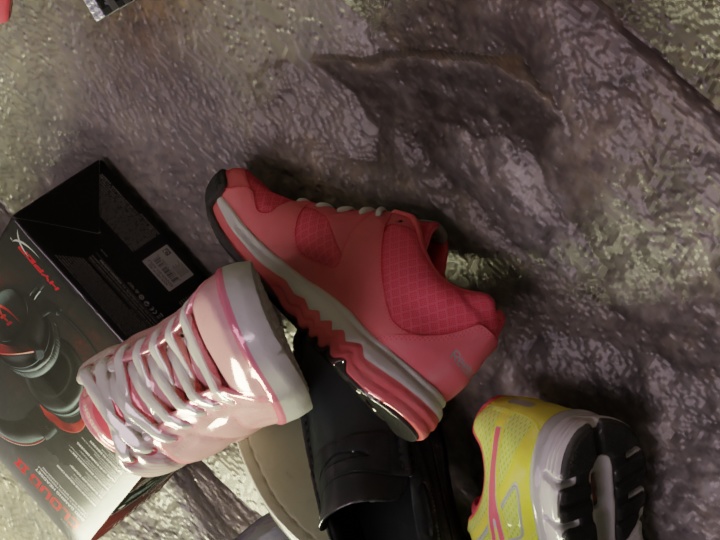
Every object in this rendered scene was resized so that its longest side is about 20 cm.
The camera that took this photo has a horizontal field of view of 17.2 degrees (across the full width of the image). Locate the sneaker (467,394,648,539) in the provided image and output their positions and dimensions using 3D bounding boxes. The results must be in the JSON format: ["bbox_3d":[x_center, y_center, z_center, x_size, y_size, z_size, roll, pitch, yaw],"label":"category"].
[{"bbox_3d":[0.095,0.144,1.182,0.090,0.078,0.200,26,129,42],"label":"sneaker"}]

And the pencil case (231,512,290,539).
[{"bbox_3d":[-0.006,0.221,1.315,0.200,0.083,0.091,52,127,1],"label":"pencil case"}]

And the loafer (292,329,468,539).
[{"bbox_3d":[0.009,0.110,1.195,0.068,0.070,0.201,-28,73,28],"label":"loafer"}]

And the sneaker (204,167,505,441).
[{"bbox_3d":[0.000,0.000,1.175,0.200,0.087,0.074,45,176,39],"label":"sneaker"}]

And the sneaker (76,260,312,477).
[{"bbox_3d":[-0.084,0.056,1.153,0.200,0.105,0.075,112,135,-79],"label":"sneaker"}]

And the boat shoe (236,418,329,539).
[{"bbox_3d":[-0.003,0.136,1.263,0.201,0.072,0.061,52,166,13],"label":"boat shoe"}]

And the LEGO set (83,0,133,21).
[{"bbox_3d":[-0.086,-0.201,1.065,0.200,0.116,0.154,-12,109,47],"label":"LEGO set"}]

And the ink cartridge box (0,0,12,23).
[{"bbox_3d":[-0.245,-0.201,1.167,0.200,0.146,0.085,110,140,-55],"label":"ink cartridge box"}]

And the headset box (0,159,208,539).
[{"bbox_3d":[-0.157,0.057,1.351,0.149,0.075,0.200,48,140,6],"label":"headset box"}]
